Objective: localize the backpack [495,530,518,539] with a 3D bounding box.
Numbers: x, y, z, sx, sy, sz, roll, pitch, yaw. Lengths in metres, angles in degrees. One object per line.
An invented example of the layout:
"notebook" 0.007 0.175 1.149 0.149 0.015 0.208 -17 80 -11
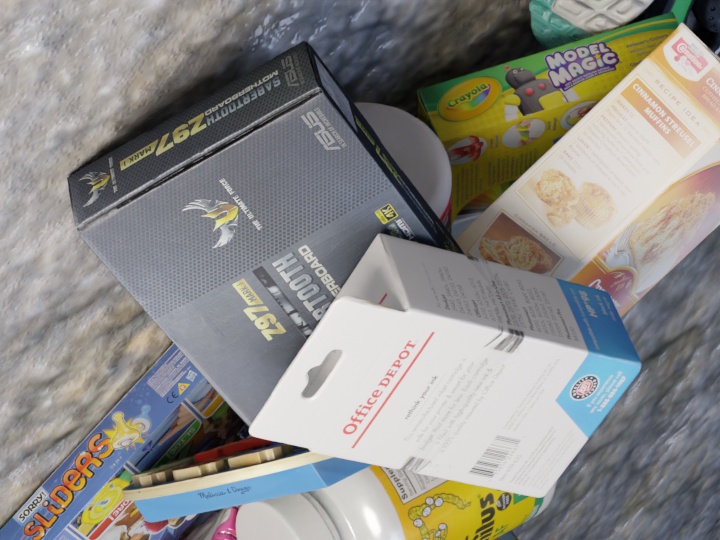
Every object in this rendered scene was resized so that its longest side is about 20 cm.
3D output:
"backpack" 0.039 0.205 1.868 0.127 0.167 0.200 -60 163 3

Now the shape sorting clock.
"shape sorting clock" -0.047 0.108 1.570 0.200 0.039 0.200 -16 -177 1

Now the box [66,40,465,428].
"box" -0.045 -0.014 1.458 0.158 0.051 0.200 -28 130 11

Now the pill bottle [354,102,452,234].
"pill bottle" 0.000 0.000 1.614 0.114 0.114 0.200 -38 151 -23

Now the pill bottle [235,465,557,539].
"pill bottle" 0.022 0.148 1.700 0.200 0.113 0.113 -25 144 -32

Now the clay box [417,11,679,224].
"clay box" 0.111 -0.092 1.672 0.200 0.048 0.115 -16 153 -7

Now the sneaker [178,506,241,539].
"sneaker" -0.105 0.221 1.702 0.088 0.081 0.200 -41 -177 33

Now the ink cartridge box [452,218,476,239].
"ink cartridge box" 0.068 0.043 1.864 0.200 0.047 0.160 -52 155 16

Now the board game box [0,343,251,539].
"board game box" -0.131 0.126 1.658 0.200 0.034 0.135 -47 154 -7

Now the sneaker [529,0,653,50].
"sneaker" 0.191 -0.214 1.688 0.200 0.078 0.091 -48 160 2

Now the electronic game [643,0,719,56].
"electronic game" 0.269 -0.205 1.851 0.200 0.042 0.200 -36 150 -25

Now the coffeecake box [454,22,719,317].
"coffeecake box" 0.160 -0.041 1.599 0.200 0.073 0.154 -44 161 4

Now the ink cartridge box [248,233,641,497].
"ink cartridge box" 0.040 0.051 1.457 0.200 0.067 0.116 14 127 -29
